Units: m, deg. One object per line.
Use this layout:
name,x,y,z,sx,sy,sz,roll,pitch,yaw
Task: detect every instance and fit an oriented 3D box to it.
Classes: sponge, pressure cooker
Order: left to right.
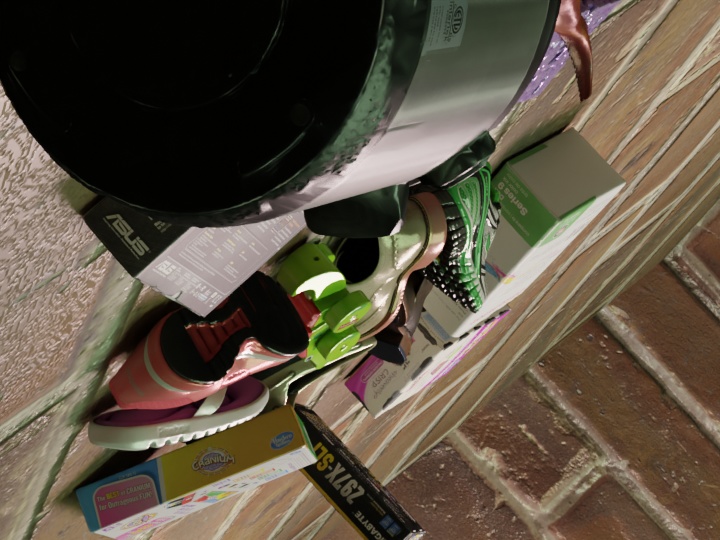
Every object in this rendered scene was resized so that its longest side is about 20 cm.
pressure cooker,-0.020,-0.108,0.691,0.176,0.179,0.200,-50,167,25
sponge,0.116,-0.161,1.416,0.112,0.030,0.200,-48,169,32

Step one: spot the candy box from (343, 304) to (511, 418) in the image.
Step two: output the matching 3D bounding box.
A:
candy box,0.082,0.090,2.269,0.136,0.061,0.200,-47,170,29

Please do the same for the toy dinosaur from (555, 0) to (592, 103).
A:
toy dinosaur,0.110,-0.174,1.027,0.105,0.200,0.181,-57,-159,1

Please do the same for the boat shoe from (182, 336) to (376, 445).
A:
boat shoe,-0.077,0.104,1.710,0.200,0.063,0.071,-40,172,-6

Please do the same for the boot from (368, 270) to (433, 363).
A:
boot,0.030,0.007,1.769,0.200,0.075,0.097,86,28,-66

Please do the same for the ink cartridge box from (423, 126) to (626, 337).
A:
ink cartridge box,0.156,-0.038,1.932,0.145,0.088,0.200,-29,162,-50

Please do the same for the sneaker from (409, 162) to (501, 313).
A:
sneaker,0.095,-0.032,1.662,0.085,0.078,0.200,-43,156,-18

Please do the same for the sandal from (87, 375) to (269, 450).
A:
sandal,-0.136,0.099,1.485,0.203,0.082,0.050,-20,113,-61

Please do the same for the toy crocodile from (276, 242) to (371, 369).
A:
toy crocodile,-0.039,0.034,1.548,0.062,0.068,0.200,-33,166,-17

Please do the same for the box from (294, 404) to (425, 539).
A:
box,-0.016,0.237,2.112,0.049,0.200,0.160,-43,171,-1

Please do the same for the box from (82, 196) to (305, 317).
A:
box,-0.070,-0.051,1.117,0.158,0.048,0.200,-43,170,0

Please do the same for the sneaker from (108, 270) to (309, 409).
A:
sneaker,-0.116,0.056,1.395,0.087,0.074,0.200,-32,172,30

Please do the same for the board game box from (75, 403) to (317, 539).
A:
board game box,-0.142,0.183,1.677,0.200,0.040,0.153,-22,169,-2

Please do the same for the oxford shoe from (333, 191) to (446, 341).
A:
oxford shoe,0.000,0.000,1.603,0.074,0.071,0.200,-10,150,-31
